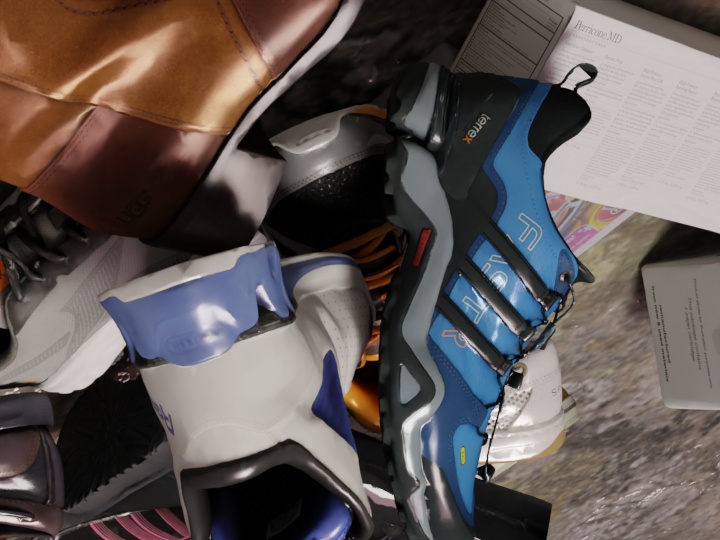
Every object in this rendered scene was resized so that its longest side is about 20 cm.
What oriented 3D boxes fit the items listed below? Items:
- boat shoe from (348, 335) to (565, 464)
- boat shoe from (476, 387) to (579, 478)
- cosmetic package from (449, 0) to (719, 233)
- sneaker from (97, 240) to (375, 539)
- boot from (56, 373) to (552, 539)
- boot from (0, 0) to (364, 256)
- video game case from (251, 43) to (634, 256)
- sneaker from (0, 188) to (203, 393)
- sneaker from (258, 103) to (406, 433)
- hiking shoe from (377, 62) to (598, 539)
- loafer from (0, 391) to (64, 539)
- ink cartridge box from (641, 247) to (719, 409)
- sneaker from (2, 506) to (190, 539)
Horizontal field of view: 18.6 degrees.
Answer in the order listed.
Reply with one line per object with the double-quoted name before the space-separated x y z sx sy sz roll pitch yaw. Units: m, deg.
"boat shoe" 0.004 0.062 1.114 0.199 0.071 0.069 -5 107 -9
"boat shoe" 0.023 0.108 1.198 0.200 0.062 0.075 -34 175 13
"cosmetic package" 0.122 -0.073 0.983 0.200 0.051 0.083 11 115 -47
"sneaker" -0.039 0.056 0.826 0.080 0.115 0.199 -15 176 10
"boot" -0.032 0.109 1.043 0.200 0.066 0.165 22 159 -24
"boot" -0.105 -0.110 0.757 0.200 0.069 0.189 16 111 -26
"video game case" 0.045 -0.030 1.042 0.143 0.018 0.200 -39 148 22
"sneaker" -0.112 -0.012 0.880 0.079 0.074 0.200 -11 149 -45
"sneaker" 0.000 0.000 0.961 0.078 0.077 0.200 -22 149 -3
"hiking shoe" 0.051 0.018 0.877 0.086 0.201 0.074 1 -171 0
"loafer" -0.218 0.101 0.900 0.200 0.063 0.072 -14 172 -16
"ink cartridge box" 0.261 0.020 1.128 0.144 0.084 0.200 -11 -177 -25
"sneaker" -0.101 0.155 1.124 0.199 0.096 0.079 -7 151 -1
